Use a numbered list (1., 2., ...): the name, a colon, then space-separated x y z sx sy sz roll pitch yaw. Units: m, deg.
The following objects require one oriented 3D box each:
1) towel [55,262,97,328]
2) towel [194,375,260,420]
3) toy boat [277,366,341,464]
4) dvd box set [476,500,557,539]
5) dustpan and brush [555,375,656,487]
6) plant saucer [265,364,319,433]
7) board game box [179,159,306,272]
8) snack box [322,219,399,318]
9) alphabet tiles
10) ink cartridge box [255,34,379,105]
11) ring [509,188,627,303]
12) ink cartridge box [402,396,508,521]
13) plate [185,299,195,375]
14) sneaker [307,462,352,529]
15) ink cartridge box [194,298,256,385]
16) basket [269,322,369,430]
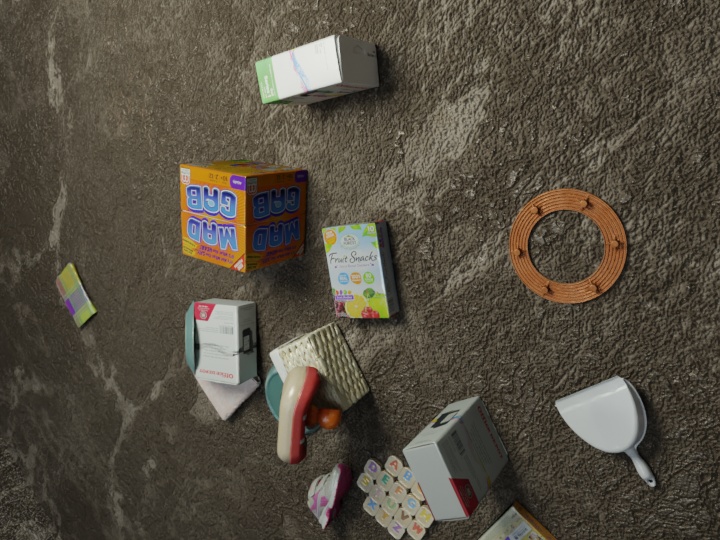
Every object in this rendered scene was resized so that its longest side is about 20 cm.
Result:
1. towel: -0.985 0.083 1.872 0.143 0.023 0.202 -32 84 35
2. towel: -0.380 0.292 1.513 0.192 0.032 0.200 52 123 13
3. toy boat: -0.104 0.302 1.136 0.129 0.131 0.203 5 106 -5
4. dvd box set: 0.350 0.588 1.099 0.200 0.029 0.147 41 121 20
5. dustpan and brush: 0.453 0.292 0.947 0.139 0.057 0.202 -36 75 36
6. plant saucer: -0.176 0.330 1.389 0.198 0.027 0.203 10 108 31
7. board game box: -0.260 -0.132 1.218 0.198 0.199 0.203 14 110 30
8. snack box: 0.000 0.000 1.168 0.141 0.053 0.203 -3 100 33
9. alphabet tiles: 0.081 0.539 1.278 0.199 0.015 0.197 36 119 22
10. ink cartridge box: -0.082 -0.387 1.066 0.198 0.144 0.085 -2 102 33
11. ring: 0.354 -0.040 0.941 0.198 0.019 0.203 9 108 31
12. ink cartridge box: 0.189 0.357 1.045 0.082 0.199 0.147 -28 86 38
13. plate: -0.458 0.181 1.463 0.200 0.025 0.203 180 90 -75
14. sneaker: -0.087 0.552 1.353 0.088 0.081 0.202 31 117 22
15. ink cartridge box: -0.351 0.182 1.409 0.143 0.083 0.203 3 96 26
16. basket: -0.089 0.234 1.240 0.123 0.135 0.202 -31 85 33
